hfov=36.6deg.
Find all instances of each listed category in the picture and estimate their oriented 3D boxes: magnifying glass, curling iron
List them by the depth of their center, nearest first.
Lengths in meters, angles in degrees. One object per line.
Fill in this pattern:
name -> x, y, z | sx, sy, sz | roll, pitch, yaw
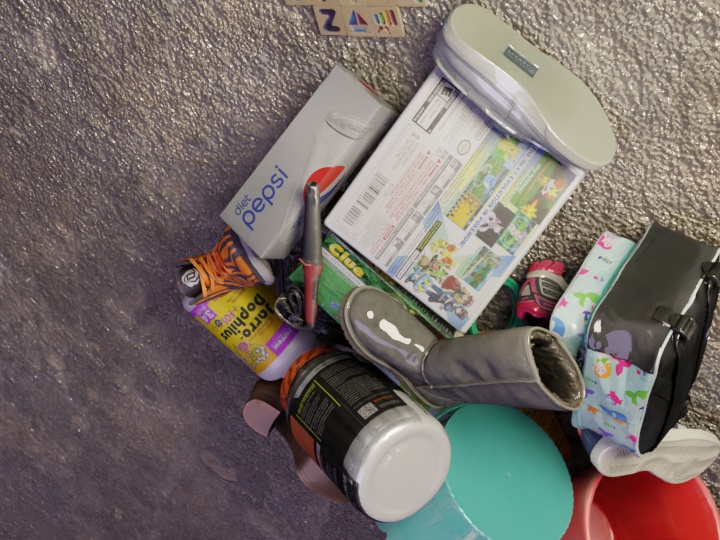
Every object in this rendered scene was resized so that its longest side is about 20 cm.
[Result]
curling iron -> -0.059, -0.010, 1.118 | 0.049, 0.026, 0.202 | 23, 137, 11
magnifying glass -> 0.177, 0.082, 1.232 | 0.022, 0.080, 0.201 | 18, 153, 55

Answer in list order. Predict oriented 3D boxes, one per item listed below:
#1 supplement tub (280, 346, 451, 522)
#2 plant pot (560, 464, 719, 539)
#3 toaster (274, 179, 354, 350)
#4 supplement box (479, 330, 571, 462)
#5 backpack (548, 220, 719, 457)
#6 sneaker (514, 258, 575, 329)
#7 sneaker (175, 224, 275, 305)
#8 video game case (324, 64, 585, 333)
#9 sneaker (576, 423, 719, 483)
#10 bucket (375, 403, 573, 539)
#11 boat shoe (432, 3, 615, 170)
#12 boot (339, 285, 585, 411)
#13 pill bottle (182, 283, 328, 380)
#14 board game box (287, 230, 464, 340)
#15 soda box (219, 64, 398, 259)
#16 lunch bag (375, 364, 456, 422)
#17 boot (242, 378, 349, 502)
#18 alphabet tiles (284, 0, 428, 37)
supplement tub -> -0.002, 0.167, 1.165 | 0.200, 0.122, 0.124 | 38, 155, 51
plant pot -> 0.297, 0.319, 1.291 | 0.200, 0.201, 0.177 | 42, 151, -8
toaster -> 0.000, 0.000, 1.233 | 0.178, 0.119, 0.202 | 20, 138, 20
supplement box -> 0.184, 0.168, 1.306 | 0.068, 0.067, 0.202 | -8, 125, 40
backpack -> 0.267, 0.074, 1.066 | 0.149, 0.178, 0.202 | 19, 143, 30
sneaker -> 0.222, 0.086, 1.192 | 0.080, 0.075, 0.201 | -11, 123, 41
sneaker -> -0.160, -0.001, 1.250 | 0.200, 0.110, 0.079 | 87, 163, -78
video game case -> 0.092, -0.072, 1.076 | 0.181, 0.022, 0.201 | 37, 99, -2
sneaker -> 0.313, 0.177, 1.189 | 0.198, 0.085, 0.076 | 14, 119, -37
bucket -> 0.132, 0.255, 1.225 | 0.206, 0.208, 0.135 | 38, 134, -3
boat shoe -> 0.150, -0.162, 1.015 | 0.200, 0.070, 0.072 | 42, 151, 0
boot -> 0.093, 0.074, 1.033 | 0.181, 0.073, 0.199 | 40, 159, -24
pill bottle -> -0.127, 0.070, 1.406 | 0.200, 0.105, 0.104 | 42, 141, -8
board game box -> 0.022, 0.045, 1.150 | 0.200, 0.024, 0.105 | 42, 141, -7
soda box -> -0.053, -0.108, 1.113 | 0.068, 0.063, 0.201 | 43, 102, 14
lunch bag -> 0.057, 0.162, 1.380 | 0.160, 0.083, 0.201 | 35, 141, 0
boot -> -0.061, 0.211, 1.457 | 0.198, 0.155, 0.077 | 34, 109, 4
alphabet tiles -> -0.021, -0.313, 1.030 | 0.164, 0.006, 0.202 | 9, 133, 30
